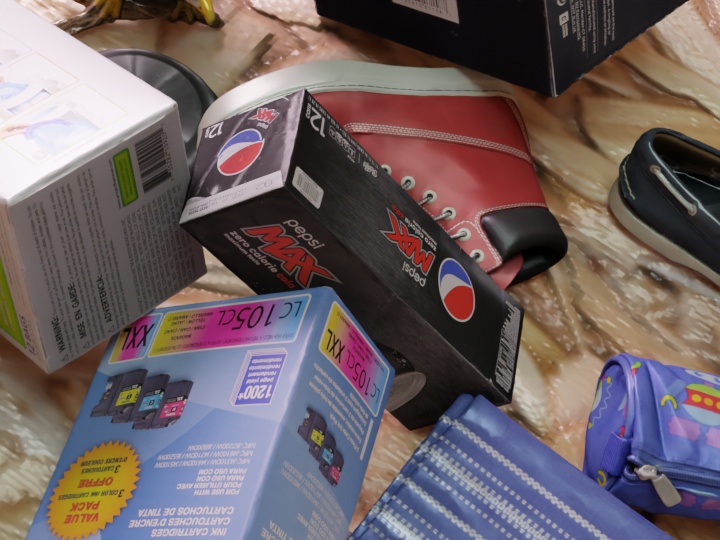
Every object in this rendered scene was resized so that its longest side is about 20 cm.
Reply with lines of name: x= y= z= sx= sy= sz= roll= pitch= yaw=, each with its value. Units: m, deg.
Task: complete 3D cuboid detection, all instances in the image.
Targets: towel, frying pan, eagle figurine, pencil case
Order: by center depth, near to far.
towel: x=0.055 y=0.165 z=0.864 sx=0.145 sy=0.024 sz=0.200 roll=36 pitch=58 yaw=10
pencil case: x=0.214 y=0.103 z=0.950 sx=0.200 sy=0.078 sz=0.087 roll=14 pitch=26 yaw=-3
eagle figurine: x=-0.108 y=-0.206 z=1.005 sx=0.151 sy=0.200 sz=0.152 roll=33 pitch=57 yaw=10
frying pan: x=-0.154 y=-0.066 z=1.010 sx=0.115 sy=0.031 sz=0.190 roll=41 pitch=55 yaw=15

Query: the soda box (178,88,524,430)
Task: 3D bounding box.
soda box: x=0.000 y=0.000 z=0.906 sx=0.200 sy=0.071 sz=0.063 roll=44 pitch=42 yaw=-37

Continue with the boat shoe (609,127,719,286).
boat shoe: x=0.243 y=-0.020 z=1.048 sx=0.200 sy=0.062 sz=0.075 roll=33 pitch=55 yaw=9

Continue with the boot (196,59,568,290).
boot: x=0.015 y=-0.041 z=1.004 sx=0.200 sy=0.072 sz=0.144 roll=-5 pitch=60 yaw=-22

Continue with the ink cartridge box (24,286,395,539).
ink cartridge box: x=-0.077 y=0.113 z=0.841 sx=0.136 sy=0.076 sz=0.200 roll=-9 pitch=49 yaw=33

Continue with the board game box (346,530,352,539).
board game box: x=0.002 y=0.243 z=0.834 sx=0.200 sy=0.041 sz=0.200 roll=33 pitch=56 yaw=9

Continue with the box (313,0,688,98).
box: x=0.094 y=-0.211 z=1.066 sx=0.200 sy=0.104 sz=0.182 roll=25 pitch=48 yaw=40

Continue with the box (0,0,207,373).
box: x=-0.183 y=-0.058 z=0.910 sx=0.101 sy=0.113 sz=0.200 roll=-34 pitch=49 yaw=-28
